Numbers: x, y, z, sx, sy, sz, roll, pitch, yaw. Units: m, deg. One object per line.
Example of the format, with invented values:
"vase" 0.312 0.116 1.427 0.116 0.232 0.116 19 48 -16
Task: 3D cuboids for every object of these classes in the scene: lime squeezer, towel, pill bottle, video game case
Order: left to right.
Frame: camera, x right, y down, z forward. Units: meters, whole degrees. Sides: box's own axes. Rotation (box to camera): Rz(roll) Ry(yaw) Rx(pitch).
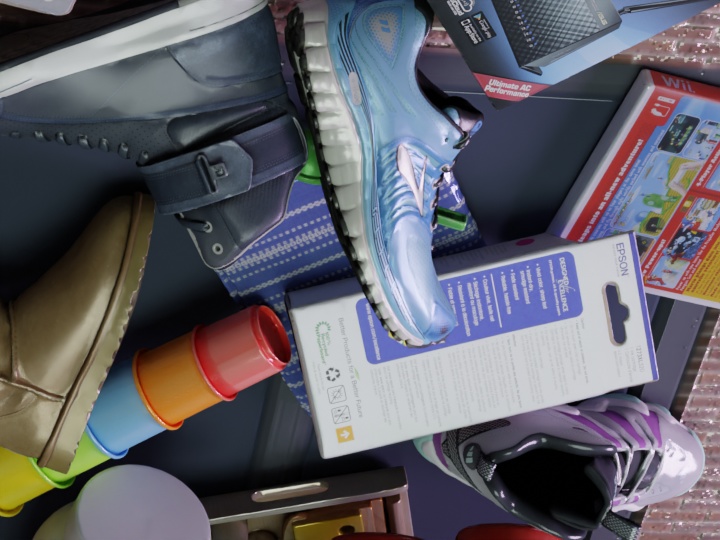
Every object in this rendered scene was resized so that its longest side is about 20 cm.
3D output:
"pill bottle" -0.157 0.206 1.579 0.111 0.111 0.200 9 139 -18
"lime squeezer" -0.027 -0.081 1.396 0.071 0.038 0.200 -36 114 9
"towel" 0.000 0.000 1.499 0.145 0.024 0.200 -22 134 6
"video game case" 0.219 -0.036 1.505 0.200 0.017 0.143 12 130 -21

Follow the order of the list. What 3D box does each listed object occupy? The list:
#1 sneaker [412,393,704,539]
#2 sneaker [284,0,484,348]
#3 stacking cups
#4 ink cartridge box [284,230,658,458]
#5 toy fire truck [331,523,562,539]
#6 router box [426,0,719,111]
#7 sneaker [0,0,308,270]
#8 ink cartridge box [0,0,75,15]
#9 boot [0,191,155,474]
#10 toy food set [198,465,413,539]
"sneaker" 0.140 0.125 1.543 0.200 0.140 0.078 7 106 -26
"sneaker" 0.026 -0.051 1.356 0.090 0.078 0.200 -16 117 -5
"stacking cups" -0.135 0.076 1.499 0.200 0.061 0.061 -27 132 22
"ink cartridge box" 0.063 0.038 1.489 0.200 0.037 0.095 -12 110 -1
"toy fire truck" 0.064 0.228 1.595 0.200 0.112 0.168 -5 160 21
"router box" 0.089 -0.190 1.304 0.150 0.062 0.200 -26 132 12
"sneaker" -0.126 -0.059 1.343 0.202 0.077 0.146 -15 110 8
"ink cartridge box" -0.197 -0.226 1.200 0.200 0.084 0.176 14 128 -22
"boot" -0.227 0.011 1.426 0.200 0.066 0.175 20 100 -10
"toy food set" -0.031 0.207 1.655 0.143 0.060 0.200 -10 134 -2
